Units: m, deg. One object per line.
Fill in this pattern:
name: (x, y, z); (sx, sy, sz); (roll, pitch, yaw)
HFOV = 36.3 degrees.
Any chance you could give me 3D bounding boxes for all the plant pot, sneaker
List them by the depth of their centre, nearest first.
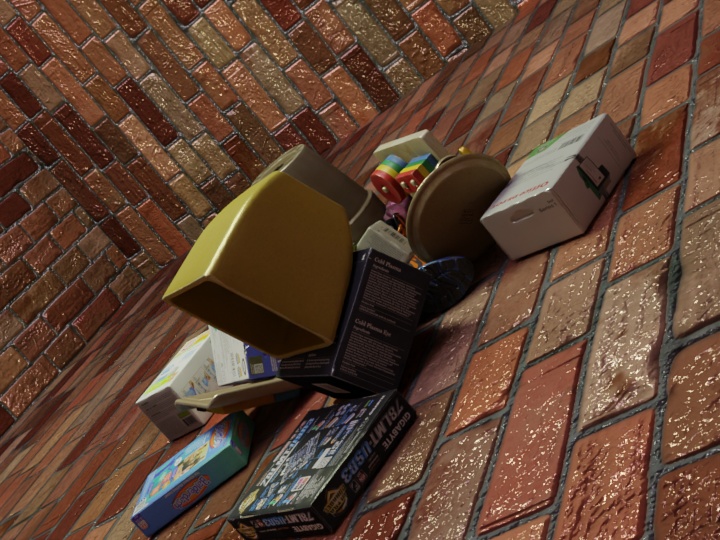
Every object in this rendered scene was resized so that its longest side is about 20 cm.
plant pot: (-0.123, -0.018, 1.504); (0.194, 0.195, 0.200); (-22, 44, 61)
sneaker: (0.086, 0.032, 1.641); (0.200, 0.075, 0.078); (-32, 12, 26)
sneaker: (0.064, -0.025, 1.796); (0.078, 0.112, 0.200); (-38, 14, 10)
plant pot: (-0.087, -0.110, 1.846); (0.200, 0.174, 0.200); (-37, 16, 13)

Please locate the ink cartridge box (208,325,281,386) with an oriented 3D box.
ink cartridge box: (-0.195, 0.126, 1.911); (0.076, 0.137, 0.200); (-7, -7, -25)

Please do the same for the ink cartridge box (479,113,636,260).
ink cartridge box: (0.281, -0.118, 1.562); (0.146, 0.084, 0.200); (-24, 20, 50)

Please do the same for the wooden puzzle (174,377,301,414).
wooden puzzle: (-0.184, 0.202, 1.762); (0.185, 0.037, 0.200); (-10, -4, -27)

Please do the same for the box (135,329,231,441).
box: (-0.314, 0.211, 2.089); (0.112, 0.101, 0.200); (-29, 17, 38)

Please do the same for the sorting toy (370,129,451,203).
sorting toy: (0.112, -0.121, 1.794); (0.070, 0.200, 0.199); (-48, 15, -16)

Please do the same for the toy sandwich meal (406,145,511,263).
toy sandwich meal: (0.143, -0.091, 1.633); (0.205, 0.205, 0.070); (-41, 41, -4)

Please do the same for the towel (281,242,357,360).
towel: (-0.064, 0.053, 1.694); (0.144, 0.200, 0.023); (-4, -4, 34)

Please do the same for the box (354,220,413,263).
box: (0.002, 0.026, 1.717); (0.200, 0.082, 0.068); (-55, -6, 20)

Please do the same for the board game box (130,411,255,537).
board game box: (-0.260, 0.313, 1.720); (0.200, 0.045, 0.152); (-38, 12, 10)

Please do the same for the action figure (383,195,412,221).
action figure: (0.065, -0.110, 2.036); (0.134, 0.149, 0.200); (-33, 27, 52)

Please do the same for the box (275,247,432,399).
box: (-0.012, 0.079, 1.532); (0.200, 0.104, 0.182); (-11, 59, 64)

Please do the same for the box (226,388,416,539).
box: (-0.050, 0.243, 1.362); (0.198, 0.050, 0.200); (-25, 20, 51)
